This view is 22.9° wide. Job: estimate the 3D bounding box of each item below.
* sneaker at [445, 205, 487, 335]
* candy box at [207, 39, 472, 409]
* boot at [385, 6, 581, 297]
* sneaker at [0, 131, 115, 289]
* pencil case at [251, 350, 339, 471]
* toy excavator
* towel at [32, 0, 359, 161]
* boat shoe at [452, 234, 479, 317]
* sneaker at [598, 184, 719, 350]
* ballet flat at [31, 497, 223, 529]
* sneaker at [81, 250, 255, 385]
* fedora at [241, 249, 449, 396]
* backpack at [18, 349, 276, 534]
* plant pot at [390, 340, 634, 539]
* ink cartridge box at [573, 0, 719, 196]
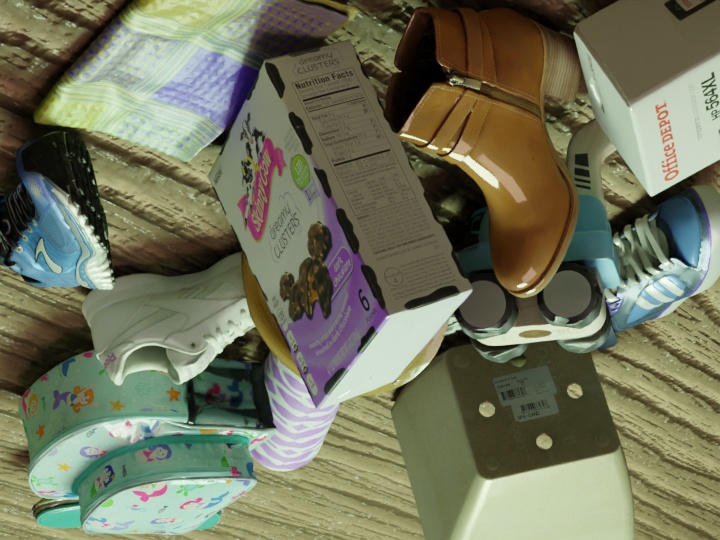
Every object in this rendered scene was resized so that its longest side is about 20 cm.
[{"bbox_3d":[0.100,-0.015,1.508,0.200,0.073,0.082,-31,127,23],"label":"sneaker"},{"bbox_3d":[-0.020,-0.030,1.238,0.071,0.200,0.168,-18,161,-26],"label":"candy box"},{"bbox_3d":[0.084,-0.084,1.245,0.155,0.201,0.077,4,-172,-44],"label":"boot"},{"bbox_3d":[-0.228,-0.032,1.278,0.089,0.079,0.200,-10,157,-7],"label":"sneaker"},{"bbox_3d":[-0.051,0.108,1.625,0.085,0.084,0.200,-28,162,-31],"label":"pencil case"},{"bbox_3d":[0.160,-0.044,1.362,0.194,0.201,0.100,-7,164,13],"label":"toy excavator"},{"bbox_3d":[-0.112,-0.142,1.204,0.200,0.023,0.143,-35,147,32],"label":"towel"},{"bbox_3d":[0.039,0.010,1.459,0.199,0.071,0.070,-15,-168,15],"label":"boat shoe"},{"bbox_3d":[0.224,0.000,1.562,0.146,0.081,0.200,-10,157,-18],"label":"sneaker"},{"bbox_3d":[-0.230,0.216,1.734,0.200,0.072,0.072,7,145,-32],"label":"ballet flat"},{"bbox_3d":[-0.121,0.043,1.449,0.199,0.100,0.075,-13,151,-8],"label":"sneaker"},{"bbox_3d":[0.000,0.000,1.379,0.200,0.201,0.082,-39,169,36],"label":"fedora"},{"bbox_3d":[-0.194,0.146,1.557,0.199,0.151,0.177,15,143,-35],"label":"backpack"},{"bbox_3d":[0.151,0.160,1.679,0.199,0.201,0.177,-11,153,-8],"label":"plant pot"},{"bbox_3d":[0.264,-0.157,1.265,0.200,0.084,0.146,-30,152,1],"label":"ink cartridge box"}]
